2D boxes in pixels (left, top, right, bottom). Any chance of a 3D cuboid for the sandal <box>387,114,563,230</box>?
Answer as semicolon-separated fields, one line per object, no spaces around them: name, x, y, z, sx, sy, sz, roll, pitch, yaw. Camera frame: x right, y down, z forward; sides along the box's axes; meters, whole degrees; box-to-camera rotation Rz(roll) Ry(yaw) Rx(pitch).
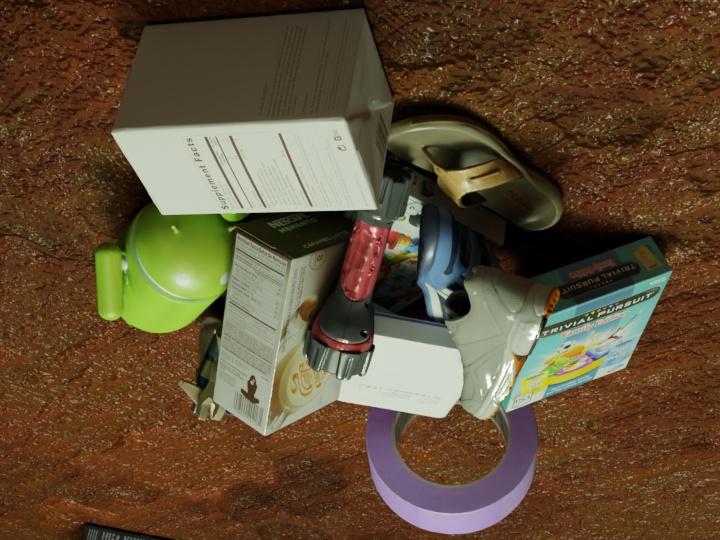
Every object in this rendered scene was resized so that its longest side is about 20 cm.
sandal;0.108;-0.081;1.093;0.199;0.054;0.080;30;142;-28

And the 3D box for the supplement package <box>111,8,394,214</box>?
supplement package;-0.085;-0.130;1.006;0.198;0.122;0.120;0;147;16

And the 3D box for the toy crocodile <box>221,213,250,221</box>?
toy crocodile;-0.090;-0.096;1.128;0.199;0.062;0.068;-9;145;19

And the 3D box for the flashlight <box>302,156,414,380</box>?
flashlight;0.000;0.000;1.108;0.068;0.068;0.201;-7;121;-45

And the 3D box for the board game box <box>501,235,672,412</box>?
board game box;0.220;0.060;1.227;0.150;0.047;0.200;-19;151;-14

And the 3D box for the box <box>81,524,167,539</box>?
box;-0.420;0.570;2.189;0.195;0.125;0.200;13;147;-3

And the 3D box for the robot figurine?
robot figurine;-0.192;-0.009;1.224;0.174;0.116;0.200;-7;162;-33

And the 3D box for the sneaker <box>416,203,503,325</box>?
sneaker;0.098;-0.003;1.140;0.082;0.074;0.200;1;156;13

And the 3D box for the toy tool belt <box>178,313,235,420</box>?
toy tool belt;-0.140;0.128;1.355;0.124;0.124;0.200;18;-178;-13

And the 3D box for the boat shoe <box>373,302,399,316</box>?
boat shoe;-0.048;0.057;1.292;0.198;0.069;0.074;13;165;21

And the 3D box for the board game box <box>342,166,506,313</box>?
board game box;0.037;-0.025;1.219;0.126;0.035;0.200;26;144;-23

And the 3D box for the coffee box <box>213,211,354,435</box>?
coffee box;-0.070;0.046;1.184;0.079;0.114;0.201;29;122;31

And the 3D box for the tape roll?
tape roll;0.107;0.202;1.400;0.199;0.201;0.066;4;147;8

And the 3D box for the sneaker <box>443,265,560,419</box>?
sneaker;0.115;0.061;1.115;0.092;0.076;0.201;28;141;8

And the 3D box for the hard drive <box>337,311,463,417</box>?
hard drive;0.051;0.103;1.258;0.131;0.026;0.200;10;154;-6

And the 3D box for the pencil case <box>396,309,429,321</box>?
pencil case;0.059;0.088;1.346;0.198;0.083;0.087;0;160;14
